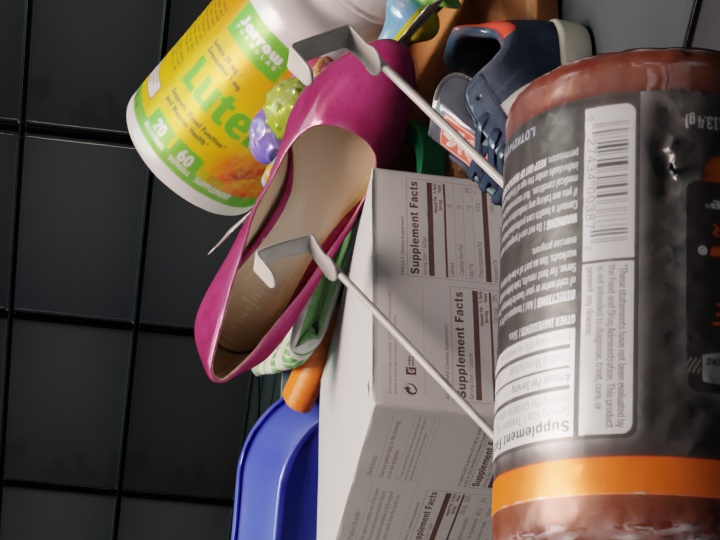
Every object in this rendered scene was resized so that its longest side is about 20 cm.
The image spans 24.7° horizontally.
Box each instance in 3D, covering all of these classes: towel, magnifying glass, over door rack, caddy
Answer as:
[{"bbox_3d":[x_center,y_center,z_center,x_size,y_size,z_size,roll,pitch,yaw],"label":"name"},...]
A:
[{"bbox_3d":[-0.032,-0.010,1.044,0.200,0.023,0.153,158,129,-77],"label":"towel"},{"bbox_3d":[0.000,0.000,1.012,0.201,0.022,0.080,-63,28,21],"label":"magnifying glass"},{"bbox_3d":[0.049,-0.009,0.741,0.067,0.200,0.148,-36,-28,-37],"label":"over door rack"},{"bbox_3d":[-0.013,0.175,1.101,0.105,0.141,0.201,-178,94,-69],"label":"caddy"}]

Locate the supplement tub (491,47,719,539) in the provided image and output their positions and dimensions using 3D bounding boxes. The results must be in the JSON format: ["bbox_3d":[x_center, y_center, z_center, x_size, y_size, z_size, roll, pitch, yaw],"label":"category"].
[{"bbox_3d":[0.095,0.039,0.525,0.107,0.106,0.201,117,158,-71],"label":"supplement tub"}]

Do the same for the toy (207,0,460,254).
[{"bbox_3d":[-0.023,-0.104,0.975,0.200,0.047,0.115,-43,2,23],"label":"toy"}]

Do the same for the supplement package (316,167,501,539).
[{"bbox_3d":[0.042,0.071,0.906,0.201,0.110,0.156,105,168,-50],"label":"supplement package"}]

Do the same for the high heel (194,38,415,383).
[{"bbox_3d":[-0.031,-0.030,0.890,0.200,0.067,0.096,-51,15,24],"label":"high heel"}]

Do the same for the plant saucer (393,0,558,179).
[{"bbox_3d":[0.052,-0.114,1.022,0.200,0.032,0.201,-40,43,49],"label":"plant saucer"}]

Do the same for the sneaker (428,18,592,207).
[{"bbox_3d":[0.077,-0.056,0.834,0.201,0.084,0.075,-92,11,-49],"label":"sneaker"}]

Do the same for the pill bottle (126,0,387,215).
[{"bbox_3d":[-0.053,-0.139,1.065,0.200,0.111,0.111,-45,27,27],"label":"pill bottle"}]

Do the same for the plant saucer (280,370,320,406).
[{"bbox_3d":[-0.015,0.068,1.208,0.200,0.027,0.202,5,-90,-75],"label":"plant saucer"}]
